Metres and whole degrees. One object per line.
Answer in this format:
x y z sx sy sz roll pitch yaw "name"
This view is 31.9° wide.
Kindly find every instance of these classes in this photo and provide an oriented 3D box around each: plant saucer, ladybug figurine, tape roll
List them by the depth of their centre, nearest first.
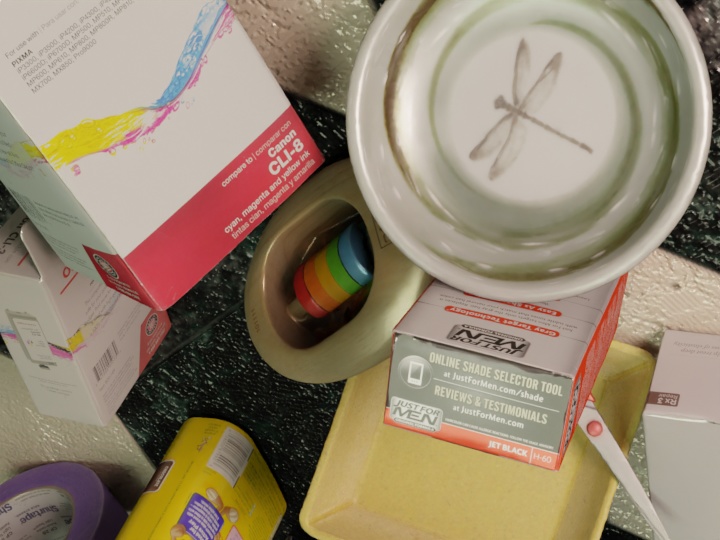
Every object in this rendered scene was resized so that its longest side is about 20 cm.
0.093 -0.084 0.697 0.199 0.050 0.201 3 98 19 "plant saucer"
0.000 0.000 0.834 0.072 0.136 0.200 1 157 -42 "ladybug figurine"
0.082 0.121 0.887 0.199 0.201 0.048 19 180 10 "plant saucer"
-0.317 0.291 1.234 0.199 0.200 0.085 -4 130 32 "tape roll"

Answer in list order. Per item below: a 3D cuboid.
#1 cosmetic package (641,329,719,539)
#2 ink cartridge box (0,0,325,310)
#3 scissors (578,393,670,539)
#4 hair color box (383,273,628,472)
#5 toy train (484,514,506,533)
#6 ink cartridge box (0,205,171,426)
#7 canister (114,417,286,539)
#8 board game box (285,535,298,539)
0.257 0.140 0.856 0.112 0.081 0.201 7 134 22 "cosmetic package"
-0.151 -0.107 0.743 0.145 0.145 0.200 20 149 53 "ink cartridge box"
0.155 0.091 0.844 0.200 0.014 0.073 43 96 10 "scissors"
0.092 0.033 0.739 0.101 0.200 0.062 14 114 17 "hair color box"
0.134 0.230 0.987 0.086 0.114 0.200 -15 125 19 "toy train"
-0.219 0.007 0.951 0.067 0.117 0.201 9 135 21 "ink cartridge box"
-0.149 0.247 1.095 0.086 0.200 0.149 1 133 28 "canister"
-0.022 0.310 1.121 0.126 0.200 0.035 32 94 -4 "board game box"
